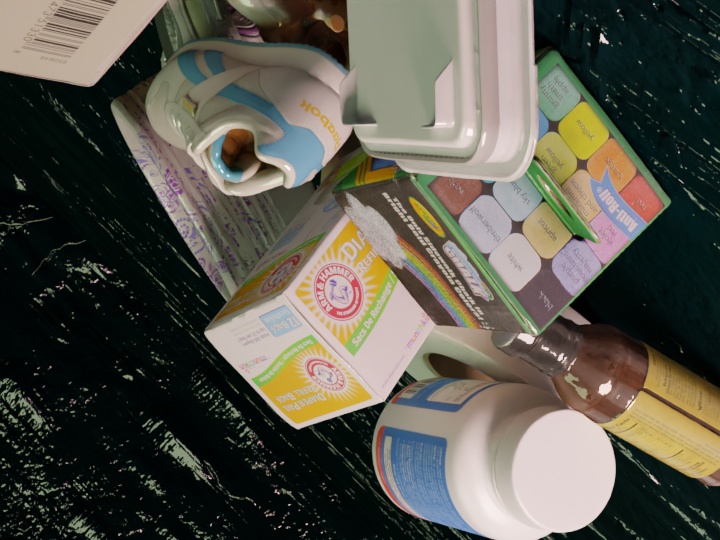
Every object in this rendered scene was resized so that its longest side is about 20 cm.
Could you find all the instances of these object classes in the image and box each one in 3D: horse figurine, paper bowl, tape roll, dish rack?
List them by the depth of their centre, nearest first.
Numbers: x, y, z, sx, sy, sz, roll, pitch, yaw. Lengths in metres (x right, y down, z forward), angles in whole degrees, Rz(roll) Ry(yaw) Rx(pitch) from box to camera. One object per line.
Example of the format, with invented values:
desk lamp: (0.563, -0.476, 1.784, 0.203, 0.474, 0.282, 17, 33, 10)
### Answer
dish rack: (0.028, -0.147, 0.705, 0.171, 0.043, 0.202, -164, 71, -66)
horse figurine: (-0.059, -0.181, 0.879, 0.200, 0.050, 0.132, 49, 162, -21)
tape roll: (0.112, 0.068, 1.118, 0.201, 0.071, 0.203, 30, 164, 10)
paper bowl: (-0.107, -0.074, 1.120, 0.201, 0.104, 0.201, 56, 172, 12)

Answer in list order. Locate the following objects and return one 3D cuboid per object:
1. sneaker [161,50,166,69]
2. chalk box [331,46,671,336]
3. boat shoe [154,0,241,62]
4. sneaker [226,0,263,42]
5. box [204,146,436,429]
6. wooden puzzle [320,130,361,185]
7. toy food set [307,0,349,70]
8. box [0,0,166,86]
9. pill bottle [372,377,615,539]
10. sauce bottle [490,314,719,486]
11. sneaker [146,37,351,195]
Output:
sneaker: (-0.092, -0.143, 1.249, 0.200, 0.082, 0.074, 52, 128, 22)
chalk box: (0.090, -0.046, 0.852, 0.125, 0.124, 0.200, 51, 165, -13)
boat shoe: (-0.112, -0.197, 0.964, 0.075, 0.064, 0.203, -127, 21, -50)
sneaker: (-0.103, -0.196, 1.118, 0.200, 0.075, 0.100, 43, 163, 57)
box: (0.000, 0.000, 0.989, 0.101, 0.200, 0.112, 47, 144, -14)
wooden puzzle: (0.007, -0.100, 1.145, 0.185, 0.037, 0.201, 37, 158, 37)
toy food set: (-0.033, -0.208, 0.929, 0.198, 0.049, 0.200, 48, 167, -2)
box: (-0.202, -0.239, 0.881, 0.128, 0.108, 0.201, -37, 58, 41)
pill bottle: (0.096, 0.137, 1.017, 0.112, 0.112, 0.200, 51, 162, -14)
sauce bottle: (0.175, 0.075, 0.924, 0.199, 0.065, 0.065, 32, 172, -21)
sneaker: (-0.086, -0.096, 0.895, 0.199, 0.081, 0.077, 5, 144, 52)
